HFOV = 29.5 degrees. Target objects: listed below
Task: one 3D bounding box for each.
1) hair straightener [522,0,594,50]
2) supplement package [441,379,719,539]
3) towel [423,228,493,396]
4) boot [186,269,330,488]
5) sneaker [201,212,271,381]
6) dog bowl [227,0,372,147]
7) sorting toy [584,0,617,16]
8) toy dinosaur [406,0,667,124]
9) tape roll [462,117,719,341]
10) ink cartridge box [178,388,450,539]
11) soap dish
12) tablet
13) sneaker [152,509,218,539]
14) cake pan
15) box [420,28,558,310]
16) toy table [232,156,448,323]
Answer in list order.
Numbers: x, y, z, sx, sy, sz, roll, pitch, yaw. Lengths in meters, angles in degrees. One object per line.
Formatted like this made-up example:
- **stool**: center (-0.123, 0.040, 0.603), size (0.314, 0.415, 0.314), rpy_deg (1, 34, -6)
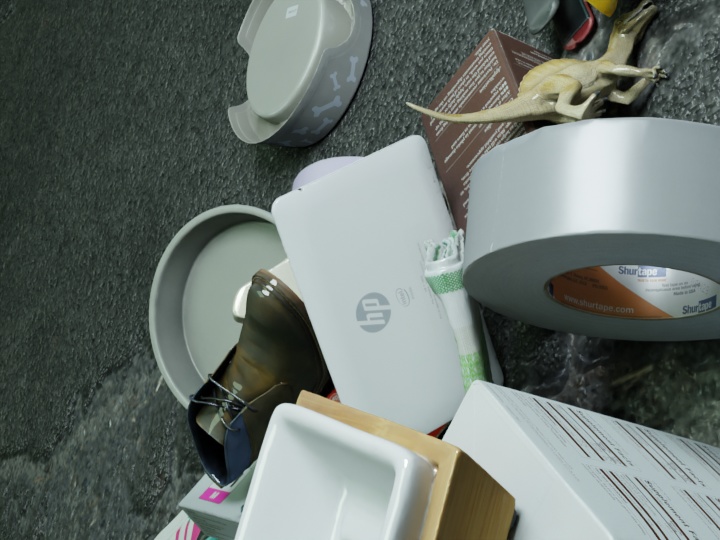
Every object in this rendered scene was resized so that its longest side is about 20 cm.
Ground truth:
- **hair straightener**: center (0.126, -0.260, 1.066), size (0.041, 0.076, 0.202), rpy_deg (-43, 42, 41)
- **supplement package**: center (0.125, 0.194, 0.740), size (0.193, 0.198, 0.147), rpy_deg (-62, 33, 16)
- **towel**: center (0.072, 0.081, 0.888), size (0.149, 0.030, 0.202), rpy_deg (-58, -43, -80)
- **boot**: center (-0.077, 0.087, 0.994), size (0.074, 0.097, 0.201), rpy_deg (35, 153, 24)
- **sneaker**: center (-0.093, 0.042, 1.278), size (0.078, 0.070, 0.202), rpy_deg (11, 85, 63)
- **dog bowl**: center (-0.059, -0.215, 1.355), size (0.199, 0.058, 0.202), rpy_deg (-31, 51, 47)
- **sorting toy**: center (0.196, -0.288, 0.955), size (0.180, 0.107, 0.201), rpy_deg (-40, 24, 19)
- **toy dinosaur**: center (0.139, -0.118, 0.941), size (0.101, 0.199, 0.059), rpy_deg (44, 155, 48)
- **tape roll**: center (0.159, -0.017, 0.783), size (0.199, 0.199, 0.067), rpy_deg (-18, 59, 53)
- **ink cartridge box**: center (-0.034, 0.147, 1.077), size (0.174, 0.044, 0.199), rpy_deg (-49, 23, -24)
- **soap dish**: center (-0.006, 0.174, 0.688), size (0.157, 0.081, 0.202), rpy_deg (10, 85, 59)
- **tablet**: center (0.023, 0.020, 0.962), size (0.014, 0.129, 0.202), rpy_deg (7, 120, 62)
- **sneaker**: center (-0.137, 0.280, 1.231), size (0.201, 0.083, 0.121), rpy_deg (-56, 26, 24)
- **cake pan**: center (-0.104, 0.043, 1.230), size (0.198, 0.037, 0.203), rpy_deg (0, 91, 31)
- **box**: center (0.118, -0.070, 0.996), size (0.100, 0.074, 0.201), rpy_deg (-49, 38, 34)
- **toy table**: center (0.000, 0.000, 1.069), size (0.200, 0.182, 0.119), rpy_deg (67, -148, -71)
